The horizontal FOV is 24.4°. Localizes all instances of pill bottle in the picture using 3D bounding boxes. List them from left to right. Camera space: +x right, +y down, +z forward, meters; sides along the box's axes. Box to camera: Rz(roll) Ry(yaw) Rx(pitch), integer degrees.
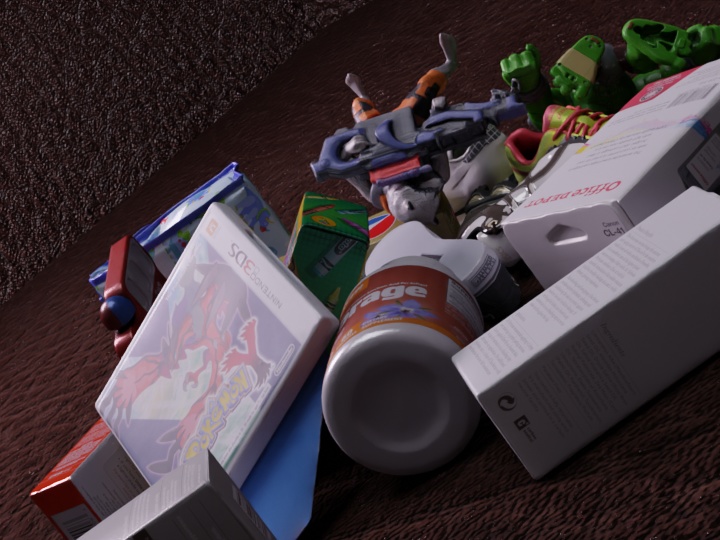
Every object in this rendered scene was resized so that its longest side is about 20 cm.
[{"bbox_3d":[0.035,0.060,1.220,0.112,0.112,0.200,-33,13,14],"label":"pill bottle"}]

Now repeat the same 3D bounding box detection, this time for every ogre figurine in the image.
[{"bbox_3d":[0.228,-0.173,1.520,0.199,0.098,0.120,-28,-20,-10],"label":"ogre figurine"}]

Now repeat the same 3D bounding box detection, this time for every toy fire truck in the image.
[{"bbox_3d":[-0.193,0.072,1.608,0.112,0.168,0.200,-32,25,15],"label":"toy fire truck"}]

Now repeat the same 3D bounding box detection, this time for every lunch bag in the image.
[{"bbox_3d":[-0.158,0.014,1.749,0.200,0.170,0.127,-38,13,0],"label":"lunch bag"}]

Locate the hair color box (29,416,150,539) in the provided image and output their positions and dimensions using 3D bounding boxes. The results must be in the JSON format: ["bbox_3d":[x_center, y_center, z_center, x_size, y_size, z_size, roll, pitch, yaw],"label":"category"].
[{"bbox_3d":[-0.174,0.162,1.399,0.064,0.111,0.200,-24,17,41],"label":"hair color box"}]

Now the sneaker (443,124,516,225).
[{"bbox_3d":[0.080,-0.083,1.601,0.200,0.081,0.076,-28,17,46],"label":"sneaker"}]

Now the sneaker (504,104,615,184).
[{"bbox_3d":[0.197,-0.108,1.443,0.200,0.090,0.078,-20,20,48],"label":"sneaker"}]

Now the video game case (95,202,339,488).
[{"bbox_3d":[-0.115,0.074,1.271,0.201,0.023,0.182,-59,43,12],"label":"video game case"}]

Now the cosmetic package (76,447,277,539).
[{"bbox_3d":[-0.154,0.226,1.137,0.200,0.107,0.090,-38,12,0],"label":"cosmetic package"}]

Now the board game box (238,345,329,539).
[{"bbox_3d":[-0.072,0.131,1.254,0.158,0.039,0.201,-8,70,43],"label":"board game box"}]

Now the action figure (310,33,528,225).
[{"bbox_3d":[0.063,-0.121,1.510,0.199,0.105,0.194,-11,50,17],"label":"action figure"}]

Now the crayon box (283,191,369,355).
[{"bbox_3d":[-0.047,0.047,1.355,0.119,0.058,0.201,-92,18,-75],"label":"crayon box"}]

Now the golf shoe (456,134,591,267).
[{"bbox_3d":[0.153,-0.043,1.398,0.200,0.078,0.095,-31,23,51],"label":"golf shoe"}]

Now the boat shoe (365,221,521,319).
[{"bbox_3d":[0.066,0.006,1.400,0.069,0.057,0.200,-52,23,-10],"label":"boat shoe"}]

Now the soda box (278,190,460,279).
[{"bbox_3d":[0.000,0.000,1.543,0.199,0.068,0.064,-23,23,11],"label":"soda box"}]

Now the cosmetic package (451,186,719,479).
[{"bbox_3d":[0.164,0.036,1.060,0.200,0.071,0.101,-36,13,2],"label":"cosmetic package"}]

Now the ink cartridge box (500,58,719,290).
[{"bbox_3d":[0.224,-0.069,1.249,0.200,0.086,0.147,-44,16,-26],"label":"ink cartridge box"}]
